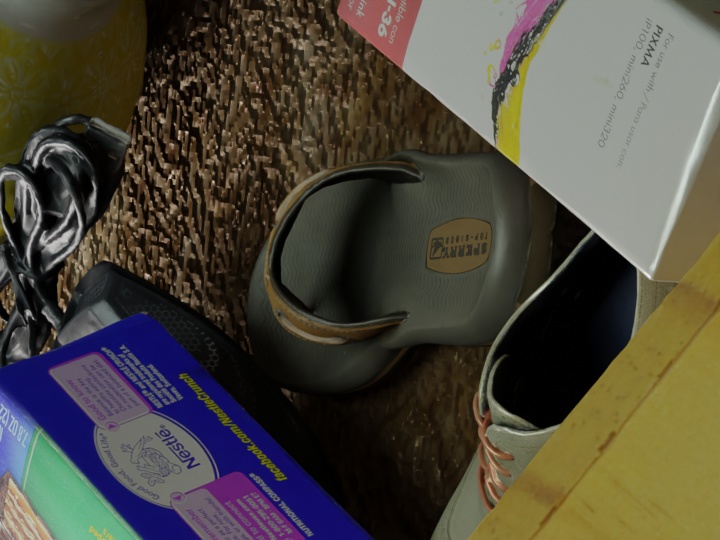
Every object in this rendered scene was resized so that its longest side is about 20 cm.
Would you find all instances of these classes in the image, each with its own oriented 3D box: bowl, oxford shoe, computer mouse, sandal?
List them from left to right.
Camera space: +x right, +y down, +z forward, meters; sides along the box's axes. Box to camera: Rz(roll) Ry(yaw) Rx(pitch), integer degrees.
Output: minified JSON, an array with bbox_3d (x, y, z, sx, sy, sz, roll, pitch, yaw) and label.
[{"bbox_3d":[-0.147,-0.114,0.985,0.108,0.200,0.201,-28,65,40],"label":"bowl"},{"bbox_3d":[-0.064,0.048,0.945,0.200,0.053,0.139,52,139,17],"label":"computer mouse"},{"bbox_3d":[0.000,0.000,0.875,0.200,0.054,0.082,173,100,-65],"label":"sandal"},{"bbox_3d":[0.055,0.049,0.796,0.071,0.074,0.200,55,129,38],"label":"oxford shoe"}]

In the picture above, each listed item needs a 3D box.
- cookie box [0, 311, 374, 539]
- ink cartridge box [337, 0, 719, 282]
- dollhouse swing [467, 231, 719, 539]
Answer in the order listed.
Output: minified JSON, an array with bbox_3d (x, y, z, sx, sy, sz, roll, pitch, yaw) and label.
[{"bbox_3d":[-0.067,0.148,0.891,0.171,0.075,0.201,43,135,31],"label":"cookie box"},{"bbox_3d":[0.097,-0.051,0.714,0.200,0.116,0.068,44,122,46],"label":"ink cartridge box"},{"bbox_3d":[0.108,0.110,0.570,0.200,0.182,0.176,-50,49,-7],"label":"dollhouse swing"}]
